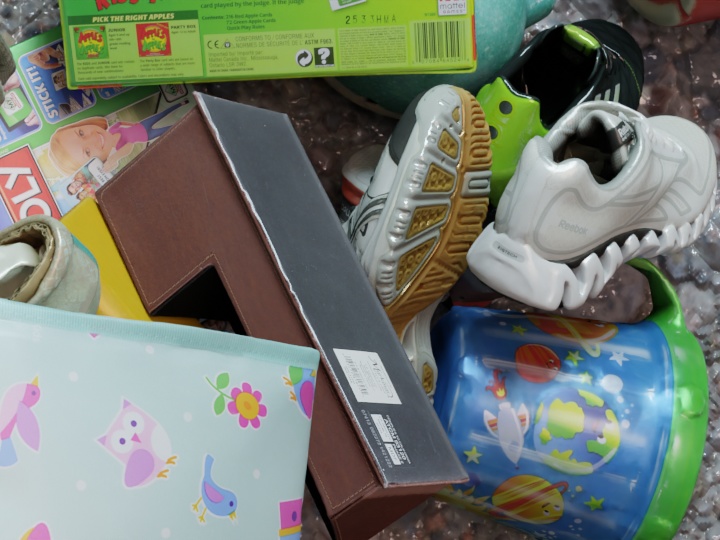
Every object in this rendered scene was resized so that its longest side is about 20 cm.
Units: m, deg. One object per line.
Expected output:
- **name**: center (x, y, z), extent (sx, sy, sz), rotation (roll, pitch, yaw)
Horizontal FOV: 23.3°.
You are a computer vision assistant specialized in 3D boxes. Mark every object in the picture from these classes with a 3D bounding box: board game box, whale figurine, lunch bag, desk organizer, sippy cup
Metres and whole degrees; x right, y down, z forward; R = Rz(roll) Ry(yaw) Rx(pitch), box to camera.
- **board game box**: center (-0.127, -0.025, 0.894), extent (0.134, 0.029, 0.202), rotation (-27, 94, -21)
- **whale figurine**: center (0.044, -0.182, 0.934), extent (0.158, 0.104, 0.202), rotation (26, 77, -15)
- **board game box**: center (-0.045, -0.146, 0.838), extent (0.198, 0.048, 0.103), rotation (-2, 110, 4)
- **lunch bag**: center (-0.125, 0.100, 0.664), extent (0.199, 0.121, 0.172), rotation (11, 76, -37)
- **desk organizer**: center (-0.039, 0.027, 0.793), extent (0.071, 0.077, 0.201), rotation (7, 51, -57)
- **sippy cup**: center (0.094, 0.080, 0.912), extent (0.129, 0.140, 0.179), rotation (14, 57, -12)

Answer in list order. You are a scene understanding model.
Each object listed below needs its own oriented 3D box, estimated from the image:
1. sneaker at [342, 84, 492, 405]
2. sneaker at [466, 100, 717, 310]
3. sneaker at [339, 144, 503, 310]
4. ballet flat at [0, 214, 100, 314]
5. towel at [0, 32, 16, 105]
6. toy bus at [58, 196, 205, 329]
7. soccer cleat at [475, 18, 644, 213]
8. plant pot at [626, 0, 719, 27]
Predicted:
- **sneaker**: center (0.000, 0.000, 0.858), extent (0.075, 0.087, 0.202), rotation (0, 111, -51)
- **sneaker**: center (0.130, -0.048, 0.872), extent (0.200, 0.075, 0.082), rotation (-31, 139, -51)
- **sneaker**: center (0.070, -0.018, 0.956), extent (0.198, 0.077, 0.083), rotation (5, 114, -26)
- **ballet flat**: center (-0.204, 0.032, 0.732), extent (0.199, 0.063, 0.068), rotation (-29, 61, -10)
- **towel**: center (-0.244, -0.136, 0.762), extent (0.191, 0.200, 0.035), rotation (26, 84, -2)
- **toy bus**: center (-0.096, 0.069, 0.827), extent (0.078, 0.065, 0.200), rotation (-37, 98, 21)
- **soccer cleat**: center (0.112, -0.100, 0.927), extent (0.067, 0.081, 0.200), rotation (35, 39, 10)
- **plant pot**: center (0.224, -0.232, 0.971), extent (0.176, 0.200, 0.202), rotation (-24, 92, -12)
